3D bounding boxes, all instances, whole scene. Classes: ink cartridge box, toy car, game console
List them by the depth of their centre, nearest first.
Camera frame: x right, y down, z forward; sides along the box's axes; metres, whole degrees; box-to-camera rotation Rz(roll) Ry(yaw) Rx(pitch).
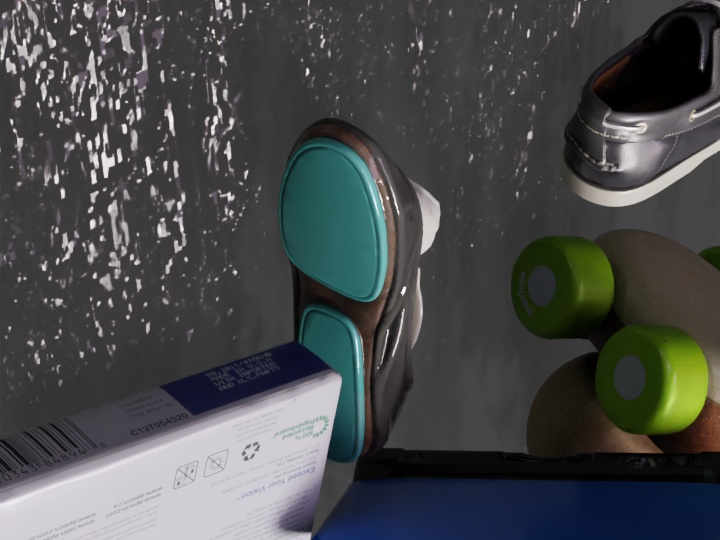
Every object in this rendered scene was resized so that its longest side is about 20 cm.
[{"bbox_3d":[-0.105,0.145,0.807,0.196,0.043,0.201,-17,130,-41],"label":"ink cartridge box"},{"bbox_3d":[0.090,0.151,0.890,0.119,0.199,0.171,-76,160,-44],"label":"game console"},{"bbox_3d":[0.150,0.094,1.002,0.164,0.158,0.201,3,123,-37],"label":"toy car"}]

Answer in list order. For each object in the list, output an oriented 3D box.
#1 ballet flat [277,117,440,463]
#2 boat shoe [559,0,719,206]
[{"bbox_3d":[0.000,0.000,0.829,0.068,0.068,0.201,-43,150,-38],"label":"ballet flat"},{"bbox_3d":[0.185,-0.110,0.961,0.200,0.072,0.068,-35,140,-28],"label":"boat shoe"}]
